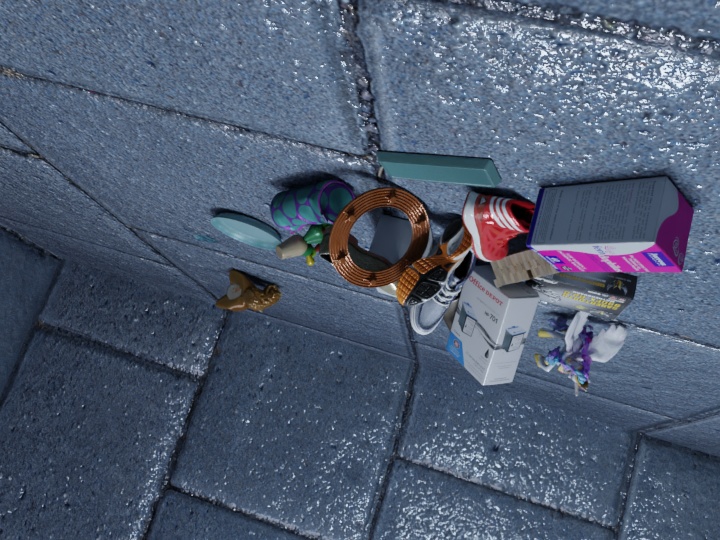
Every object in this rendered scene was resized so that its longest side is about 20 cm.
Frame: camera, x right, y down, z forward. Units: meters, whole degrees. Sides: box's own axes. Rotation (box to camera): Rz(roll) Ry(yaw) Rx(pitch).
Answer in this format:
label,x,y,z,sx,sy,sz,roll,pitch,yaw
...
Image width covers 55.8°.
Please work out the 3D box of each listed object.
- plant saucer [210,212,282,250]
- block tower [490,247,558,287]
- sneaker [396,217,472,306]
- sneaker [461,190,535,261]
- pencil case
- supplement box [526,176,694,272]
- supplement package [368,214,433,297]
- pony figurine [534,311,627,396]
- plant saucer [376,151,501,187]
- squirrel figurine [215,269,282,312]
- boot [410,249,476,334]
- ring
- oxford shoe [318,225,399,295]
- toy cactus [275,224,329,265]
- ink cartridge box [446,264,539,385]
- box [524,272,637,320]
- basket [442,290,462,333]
label,x,y,z,sx,sy,sz,roll,pitch,yaw
plant saucer,-0.294,-0.106,1.782,0.198,0.028,0.200,17,165,5
block tower,0.316,-0.017,1.236,0.054,0.058,0.200,-21,179,-29
sneaker,0.149,-0.006,1.292,0.076,0.200,0.092,44,-179,13
sneaker,0.253,-0.063,1.167,0.115,0.079,0.200,11,165,30
pencil case,-0.098,-0.124,1.349,0.199,0.085,0.093,0,121,54
supplement box,0.359,-0.062,0.988,0.101,0.104,0.199,30,160,-37
supplement package,0.089,-0.021,1.445,0.108,0.115,0.200,15,163,15
pony figurine,0.500,0.177,1.582,0.166,0.194,0.200,28,-178,-22
plant saucer,0.122,-0.160,1.086,0.198,0.019,0.070,9,163,30
squirrel figurine,-0.379,0.098,2.429,0.198,0.143,0.186,13,171,28
boot,0.166,0.038,1.371,0.072,0.202,0.090,24,177,-13
ring,0.038,-0.055,1.248,0.199,0.201,0.019,27,-166,-32
oxford shoe,0.000,0.000,1.314,0.199,0.074,0.071,33,143,-15
toy cactus,-0.106,-0.059,1.488,0.164,0.103,0.200,-24,179,-28
ink cartridge box,0.267,0.109,1.394,0.085,0.202,0.146,-3,-153,-28
box,0.429,0.033,1.356,0.198,0.049,0.159,16,165,12
basket,0.245,0.075,1.537,0.135,0.181,0.200,19,161,44
